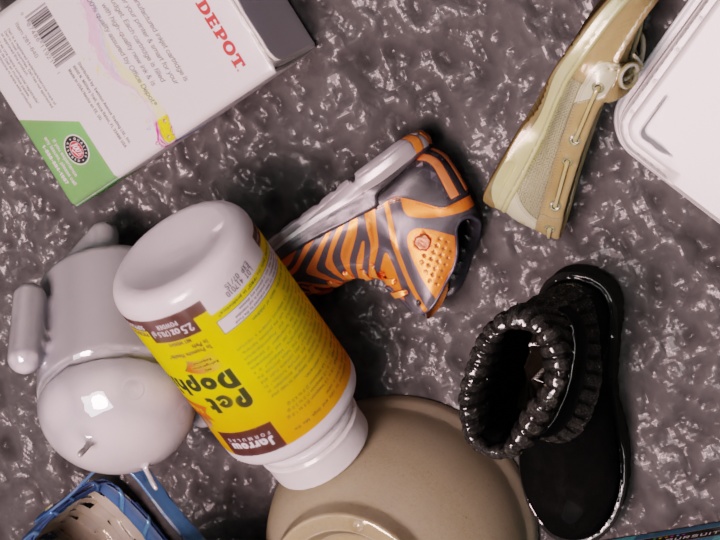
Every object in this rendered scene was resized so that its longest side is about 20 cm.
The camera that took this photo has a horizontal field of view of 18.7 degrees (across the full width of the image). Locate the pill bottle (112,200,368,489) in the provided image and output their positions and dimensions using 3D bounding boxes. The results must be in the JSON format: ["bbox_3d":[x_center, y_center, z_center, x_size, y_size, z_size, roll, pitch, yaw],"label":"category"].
[{"bbox_3d":[-0.076,0.057,1.502,0.109,0.109,0.200,-19,123,25],"label":"pill bottle"}]

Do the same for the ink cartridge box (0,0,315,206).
[{"bbox_3d":[-0.154,-0.161,1.548,0.200,0.084,0.145,-31,93,27],"label":"ink cartridge box"}]

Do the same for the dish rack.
[{"bbox_3d":[0.271,-0.113,1.417,0.171,0.044,0.200,38,117,6],"label":"dish rack"}]

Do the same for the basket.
[{"bbox_3d":[-0.178,0.242,1.649,0.200,0.139,0.176,-38,95,35],"label":"basket"}]

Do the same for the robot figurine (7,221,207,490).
[{"bbox_3d":[-0.176,0.063,1.568,0.169,0.201,0.113,18,135,-27],"label":"robot figurine"}]

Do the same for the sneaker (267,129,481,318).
[{"bbox_3d":[0.000,0.000,1.540,0.200,0.078,0.112,-37,89,27],"label":"sneaker"}]

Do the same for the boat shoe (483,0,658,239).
[{"bbox_3d":[0.152,-0.111,1.452,0.063,0.073,0.201,32,118,3],"label":"boat shoe"}]

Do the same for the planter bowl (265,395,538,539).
[{"bbox_3d":[0.015,0.206,1.566,0.199,0.135,0.201,6,108,19],"label":"planter bowl"}]

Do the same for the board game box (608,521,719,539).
[{"bbox_3d":[0.240,0.259,1.540,0.199,0.047,0.152,-13,101,24],"label":"board game box"}]

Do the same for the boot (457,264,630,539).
[{"bbox_3d":[0.125,0.108,1.478,0.079,0.158,0.212,2,106,21],"label":"boot"}]
